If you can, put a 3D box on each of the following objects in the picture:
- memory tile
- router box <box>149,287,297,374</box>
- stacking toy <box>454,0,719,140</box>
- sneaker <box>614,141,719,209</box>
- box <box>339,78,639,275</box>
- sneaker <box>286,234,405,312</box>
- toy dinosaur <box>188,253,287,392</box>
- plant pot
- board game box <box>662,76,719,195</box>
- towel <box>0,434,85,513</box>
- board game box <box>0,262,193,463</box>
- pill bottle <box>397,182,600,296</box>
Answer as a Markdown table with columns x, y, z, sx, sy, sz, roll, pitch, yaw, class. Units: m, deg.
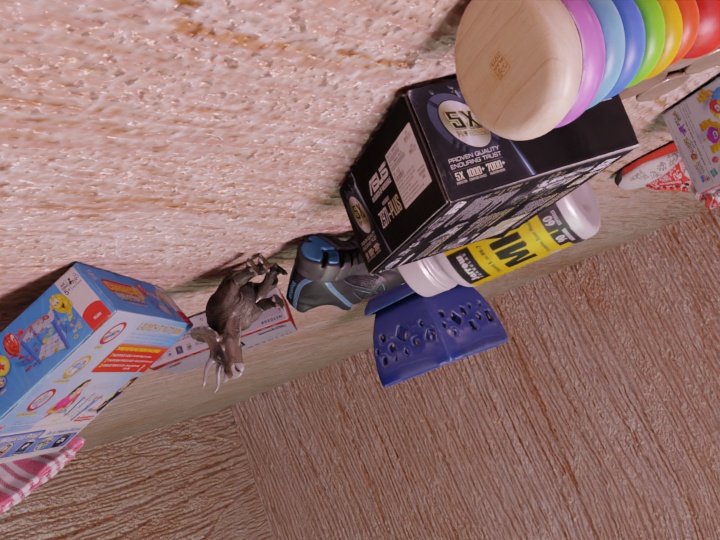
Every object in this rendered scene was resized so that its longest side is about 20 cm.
| x | y | z | sx | sy | sz | roll | pitch | yaw | class |
| --- | --- | --- | --- | --- | --- | --- | --- | --- | --- |
| 0.289 | -0.194 | 0.619 | 0.153 | 0.017 | 0.200 | -11 | 168 | -45 | memory tile |
| -0.197 | 0.091 | 1.114 | 0.199 | 0.049 | 0.180 | -20 | 171 | -4 | router box |
| 0.154 | -0.140 | 0.461 | 0.200 | 0.086 | 0.085 | -21 | 172 | -32 | stacking toy |
| 0.462 | -0.128 | 1.090 | 0.067 | 0.108 | 0.201 | -13 | 169 | -39 | sneaker |
| 0.090 | -0.081 | 0.619 | 0.163 | 0.086 | 0.200 | -17 | 171 | -18 | box |
| 0.000 | 0.000 | 0.881 | 0.200 | 0.073 | 0.082 | -3 | 131 | -38 | sneaker |
| -0.134 | 0.032 | 0.829 | 0.102 | 0.077 | 0.200 | -34 | -157 | 12 | toy dinosaur |
| 0.137 | 0.101 | 1.499 | 0.200 | 0.180 | 0.200 | -10 | 166 | -45 | plant pot |
| 0.437 | -0.171 | 0.794 | 0.103 | 0.105 | 0.200 | -17 | 171 | -23 | board game box |
| -0.388 | 0.175 | 0.758 | 0.030 | 0.146 | 0.200 | -51 | 176 | 25 | towel |
| -0.273 | 0.091 | 0.708 | 0.196 | 0.056 | 0.200 | -43 | 171 | -1 | board game box |
| 0.137 | -0.051 | 0.808 | 0.200 | 0.115 | 0.114 | -26 | 169 | 30 | pill bottle |
